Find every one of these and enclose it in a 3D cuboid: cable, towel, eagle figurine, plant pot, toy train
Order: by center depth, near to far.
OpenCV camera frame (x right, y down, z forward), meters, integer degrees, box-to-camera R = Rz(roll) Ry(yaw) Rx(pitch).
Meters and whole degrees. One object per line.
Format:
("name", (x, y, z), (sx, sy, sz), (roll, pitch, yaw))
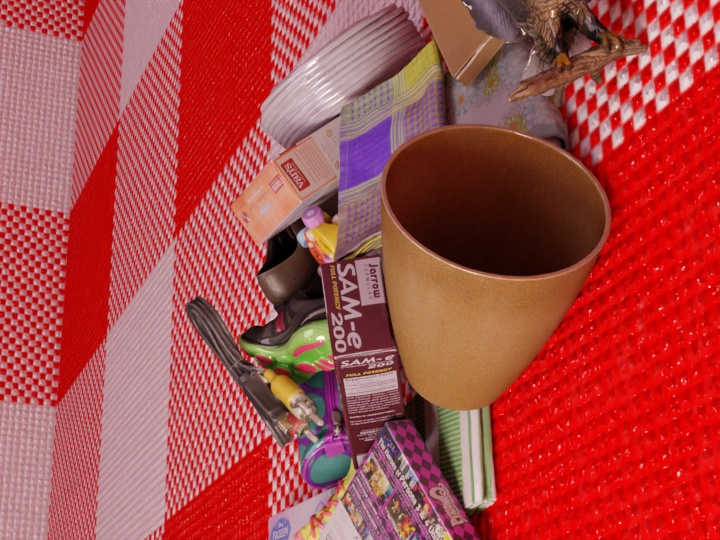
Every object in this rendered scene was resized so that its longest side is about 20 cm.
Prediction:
("eagle figurine", (0.147, -0.245, 1.106), (0.150, 0.151, 0.202), (-33, 76, 31))
("plant pot", (0.094, 0.015, 1.144), (0.188, 0.183, 0.202), (-105, 19, -45))
("towel", (0.095, -0.114, 1.258), (0.200, 0.048, 0.173), (-41, 42, 28))
("towel", (0.026, -0.107, 1.286), (0.143, 0.023, 0.203), (-28, 47, 41))
("towel", (0.074, 0.179, 1.308), (0.200, 0.023, 0.155), (131, 143, -56))
("toy train", (0.000, 0.000, 1.442), (0.200, 0.055, 0.151), (51, 170, 29))
("cable", (-0.110, 0.107, 1.448), (0.200, 0.050, 0.098), (49, 159, 28))
("cable", (-0.020, -0.203, 1.476), (0.199, 0.070, 0.200), (-36, 1, 21))

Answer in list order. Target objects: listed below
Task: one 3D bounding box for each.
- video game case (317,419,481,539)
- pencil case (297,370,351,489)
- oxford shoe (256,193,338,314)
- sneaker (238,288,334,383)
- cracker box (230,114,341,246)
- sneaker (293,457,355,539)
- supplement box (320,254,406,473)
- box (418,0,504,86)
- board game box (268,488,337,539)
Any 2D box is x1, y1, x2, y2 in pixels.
("video game case", (0.044, 0.271, 1.254), (0.201, 0.035, 0.182), (58, 136, 35))
("pencil case", (-0.036, 0.135, 1.513), (0.093, 0.084, 0.202), (101, 163, -49))
("oxford shoe", (-0.060, -0.041, 1.573), (0.072, 0.085, 0.201), (-20, 30, 38))
("sneaker", (-0.060, 0.066, 1.451), (0.199, 0.077, 0.084), (-13, 44, 55))
("cracker box", (-0.032, -0.117, 1.463), (0.058, 0.199, 0.134), (53, 149, 0))
("sneaker", (-0.021, 0.261, 1.401), (0.078, 0.089, 0.203), (148, 131, -89))
("supplement box", (0.006, 0.092, 1.292), (0.201, 0.060, 0.110), (82, 179, -51))
("box", (0.133, -0.290, 1.261), (0.200, 0.021, 0.165), (-49, 35, 26))
("board game box", (-0.054, 0.360, 1.532), (0.200, 0.041, 0.203), (141, 133, -59))
